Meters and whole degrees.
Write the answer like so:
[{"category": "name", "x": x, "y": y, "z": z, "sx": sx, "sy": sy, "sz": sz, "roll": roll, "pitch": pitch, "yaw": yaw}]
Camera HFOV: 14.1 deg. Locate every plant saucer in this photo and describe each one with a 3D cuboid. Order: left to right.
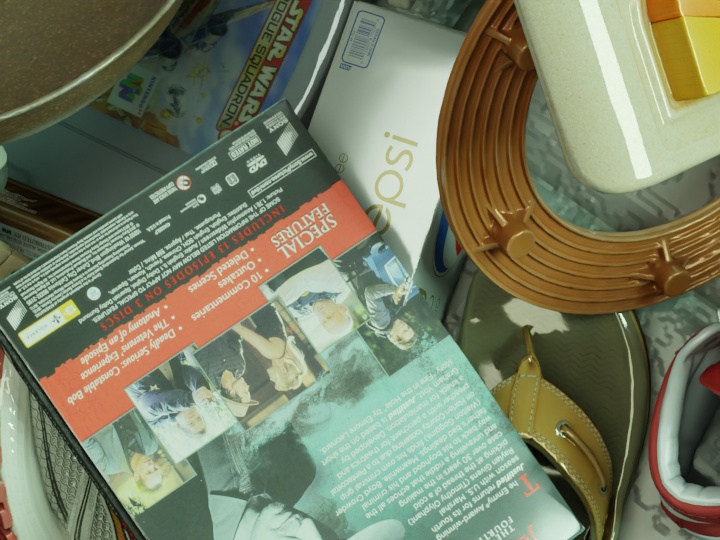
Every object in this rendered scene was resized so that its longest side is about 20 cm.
[{"category": "plant saucer", "x": -0.148, "y": -0.105, "z": 1.125, "sx": 0.200, "sy": 0.037, "sz": 0.201, "roll": -11, "pitch": 42, "yaw": 10}]

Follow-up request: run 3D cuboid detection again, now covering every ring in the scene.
[{"category": "ring", "x": 0.119, "y": -0.065, "z": 1.073, "sx": 0.200, "sy": 0.200, "sz": 0.019, "roll": -45, "pitch": 45, "yaw": 4}]

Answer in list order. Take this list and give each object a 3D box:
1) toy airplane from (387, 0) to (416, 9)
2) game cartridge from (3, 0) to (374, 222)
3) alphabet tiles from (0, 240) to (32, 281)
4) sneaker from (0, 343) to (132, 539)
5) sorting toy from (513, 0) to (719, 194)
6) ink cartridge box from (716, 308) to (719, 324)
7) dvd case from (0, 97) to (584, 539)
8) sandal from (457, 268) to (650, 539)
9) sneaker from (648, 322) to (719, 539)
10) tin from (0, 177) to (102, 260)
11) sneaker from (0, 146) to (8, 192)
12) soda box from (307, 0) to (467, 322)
[{"category": "toy airplane", "x": 0.030, "y": -0.183, "z": 1.080, "sx": 0.199, "sy": 0.200, "sz": 0.142, "roll": 3, "pitch": 71, "yaw": 56}, {"category": "game cartridge", "x": -0.070, "y": -0.100, "z": 1.205, "sx": 0.133, "sy": 0.042, "sz": 0.201, "roll": 25, "pitch": 89, "yaw": 21}, {"category": "alphabet tiles", "x": -0.211, "y": 0.047, "z": 1.141, "sx": 0.200, "sy": 0.166, "sz": 0.006, "roll": -43, "pitch": 30, "yaw": 23}, {"category": "sneaker", "x": -0.103, "y": 0.094, "z": 1.136, "sx": 0.082, "sy": 0.078, "sz": 0.201, "roll": -23, "pitch": 116, "yaw": -12}, {"category": "sorting toy", "x": 0.130, "y": -0.143, "z": 0.997, "sx": 0.200, "sy": 0.036, "sz": 0.186, "roll": -24, "pitch": 100, "yaw": -31}, {"category": "ink cartridge box", "x": 0.231, "y": 0.030, "z": 1.044, "sx": 0.199, "sy": 0.039, "sz": 0.100, "roll": -17, "pitch": 82, "yaw": -27}, {"category": "dvd case", "x": -0.030, "y": 0.055, "z": 1.081, "sx": 0.146, "sy": 0.022, "sz": 0.200, "roll": -34, "pitch": 85, "yaw": -18}, {"category": "sandal", "x": 0.064, "y": 0.084, "z": 1.132, "sx": 0.080, "sy": 0.054, "sz": 0.201, "roll": 8, "pitch": 85, "yaw": 16}, {"category": "sneaker", "x": 0.183, "y": 0.021, "z": 1.080, "sx": 0.071, "sy": 0.112, "sz": 0.200, "roll": 42, "pitch": 94, "yaw": 16}, {"category": "tin", "x": -0.166, "y": 0.016, "z": 1.195, "sx": 0.199, "sy": 0.042, "sz": 0.112, "roll": 21, "pitch": 109, "yaw": 18}, {"category": "sneaker", "x": -0.211, "y": 0.013, "z": 1.163, "sx": 0.199, "sy": 0.075, "sz": 0.107, "roll": -17, "pitch": 101, "yaw": 26}, {"category": "soda box", "x": 0.000, "y": 0.000, "z": 1.154, "sx": 0.063, "sy": 0.068, "sz": 0.201, "roll": 20, "pitch": 88, "yaw": 17}]
